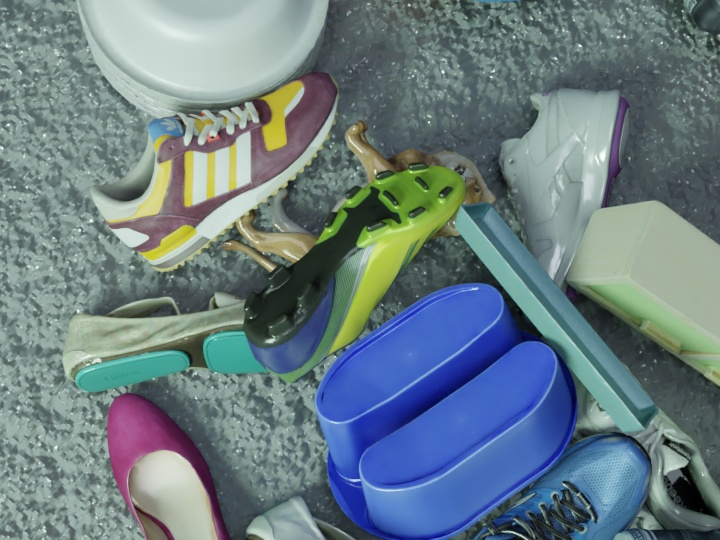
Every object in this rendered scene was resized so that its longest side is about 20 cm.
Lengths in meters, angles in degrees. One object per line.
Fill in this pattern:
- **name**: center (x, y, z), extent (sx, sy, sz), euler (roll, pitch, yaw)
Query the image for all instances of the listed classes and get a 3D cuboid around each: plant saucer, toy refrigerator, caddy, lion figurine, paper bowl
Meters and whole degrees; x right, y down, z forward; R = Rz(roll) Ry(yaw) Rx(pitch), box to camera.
- **plant saucer**: center (0.140, 0.032, 0.776), extent (0.019, 0.070, 0.200), euler (-44, 77, 21)
- **toy refrigerator**: center (0.257, 0.030, 0.810), extent (0.199, 0.076, 0.070), euler (31, 75, -21)
- **caddy**: center (0.062, 0.106, 0.784), extent (0.199, 0.105, 0.142), euler (-32, 51, -8)
- **lion figurine**: center (-0.002, -0.037, 0.842), extent (0.199, 0.072, 0.123), euler (-38, 92, 1)
- **paper bowl**: center (-0.122, -0.222, 0.844), extent (0.199, 0.104, 0.203), euler (2, 77, -7)

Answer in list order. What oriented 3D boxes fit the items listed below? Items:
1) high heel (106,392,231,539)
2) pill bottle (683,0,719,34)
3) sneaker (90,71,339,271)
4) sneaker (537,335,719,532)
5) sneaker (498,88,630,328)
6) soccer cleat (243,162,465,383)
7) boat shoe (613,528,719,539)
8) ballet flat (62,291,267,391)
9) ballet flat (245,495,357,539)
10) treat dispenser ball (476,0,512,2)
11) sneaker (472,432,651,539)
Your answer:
- **high heel**: center (-0.131, 0.176, 0.757), extent (0.067, 0.096, 0.202), euler (-20, 81, -10)
- **pill bottle**: center (0.308, -0.274, 0.901), extent (0.106, 0.106, 0.201), euler (-25, 82, -11)
- **sneaker**: center (-0.106, -0.090, 0.795), extent (0.200, 0.075, 0.090), euler (-42, 122, 2)
- **sneaker**: center (0.209, 0.122, 0.817), extent (0.075, 0.081, 0.200), euler (-39, 83, -11)
- **sneaker**: center (0.151, -0.052, 0.864), extent (0.099, 0.075, 0.202), euler (13, 78, 21)
- **soccer cleat**: center (-0.001, 0.000, 0.777), extent (0.200, 0.084, 0.065), euler (-42, 50, -16)
- **boat shoe**: center (0.228, 0.279, 0.761), extent (0.090, 0.071, 0.202), euler (-2, 103, -5)
- **ballet flat**: center (-0.124, 0.044, 0.806), extent (0.198, 0.068, 0.063), euler (-6, 57, -9)
- **ballet flat**: center (0.002, 0.242, 0.780), extent (0.200, 0.069, 0.069), euler (44, 77, 5)
- **treat dispenser ball**: center (0.108, -0.313, 0.838), extent (0.199, 0.201, 0.203), euler (1, 77, -6)
- **sneaker**: center (0.129, 0.195, 0.762), extent (0.200, 0.089, 0.079), euler (-44, 81, 3)
